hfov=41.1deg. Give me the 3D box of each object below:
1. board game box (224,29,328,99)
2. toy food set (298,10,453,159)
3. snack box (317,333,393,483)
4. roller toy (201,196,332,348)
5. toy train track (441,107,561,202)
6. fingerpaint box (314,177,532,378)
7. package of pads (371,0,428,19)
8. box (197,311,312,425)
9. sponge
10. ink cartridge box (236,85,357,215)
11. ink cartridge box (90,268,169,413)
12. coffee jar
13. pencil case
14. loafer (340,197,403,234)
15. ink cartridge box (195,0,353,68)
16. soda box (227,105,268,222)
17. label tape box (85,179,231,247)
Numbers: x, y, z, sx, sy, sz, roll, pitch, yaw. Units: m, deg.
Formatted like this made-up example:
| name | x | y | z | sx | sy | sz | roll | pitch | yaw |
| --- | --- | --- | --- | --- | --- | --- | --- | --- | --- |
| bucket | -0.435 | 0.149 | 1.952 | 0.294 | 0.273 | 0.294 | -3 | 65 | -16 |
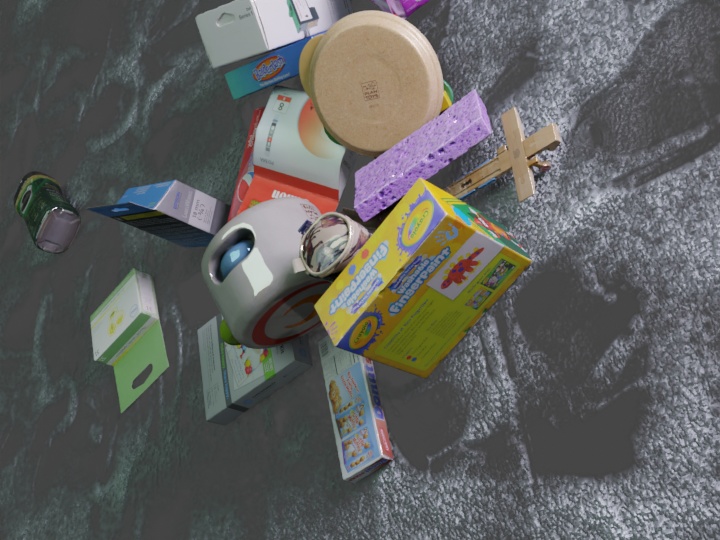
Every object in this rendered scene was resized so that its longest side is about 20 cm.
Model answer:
| name | x | y | z | sx | sy | sz | roll | pitch | yaw |
| --- | --- | --- | --- | --- | --- | --- | --- | --- | --- |
| board game box | -0.086 | -0.320 | 1.443 | 0.198 | 0.152 | 0.046 | -11 | 106 | 43 |
| toy food set | 0.020 | -0.244 | 1.287 | 0.198 | 0.200 | 0.049 | -24 | 12 | 28 |
| snack box | -0.009 | 0.164 | 1.240 | 0.072 | 0.024 | 0.203 | -35 | 51 | 30 |
| roller toy | -0.109 | -0.002 | 1.269 | 0.141 | 0.198 | 0.183 | 58 | 160 | 23 |
| toy train track | 0.169 | -0.120 | 1.175 | 0.199 | 0.032 | 0.117 | -29 | 61 | 42 |
| fingerpaint box | 0.072 | 0.014 | 1.114 | 0.201 | 0.165 | 0.074 | -50 | 45 | 19 |
| package of pads | 0.043 | -0.452 | 1.390 | 0.120 | 0.076 | 0.200 | -37 | 46 | -2 |
| box | -0.159 | 0.112 | 1.409 | 0.199 | 0.041 | 0.158 | -34 | 52 | 31 |
| sponge | 0.075 | -0.146 | 1.221 | 0.198 | 0.030 | 0.112 | -33 | 23 | 18 |
| ink cartridge box | -0.092 | -0.158 | 1.398 | 0.160 | 0.050 | 0.203 | 18 | 79 | 27 |
| ink cartridge box | -0.402 | 0.120 | 1.657 | 0.145 | 0.048 | 0.202 | -42 | 45 | 25 |
| coffee jar | -0.654 | -0.125 | 1.996 | 0.105 | 0.085 | 0.200 | -59 | 43 | 12 |
| pencil case | 0.000 | 0.000 | 1.181 | 0.088 | 0.199 | 0.079 | -24 | 59 | 21 |
| loafer | 0.043 | -0.057 | 1.257 | 0.198 | 0.073 | 0.072 | 14 | 71 | 46 |
| ink cartridge box | -0.130 | -0.383 | 1.468 | 0.145 | 0.199 | 0.086 | -4 | 111 | 45 |
| soda box | -0.144 | -0.151 | 1.490 | 0.069 | 0.063 | 0.204 | -2 | 73 | 46 |
| label tape box | -0.315 | -0.099 | 1.543 | 0.143 | 0.198 | 0.064 | -2 | 71 | 45 |
